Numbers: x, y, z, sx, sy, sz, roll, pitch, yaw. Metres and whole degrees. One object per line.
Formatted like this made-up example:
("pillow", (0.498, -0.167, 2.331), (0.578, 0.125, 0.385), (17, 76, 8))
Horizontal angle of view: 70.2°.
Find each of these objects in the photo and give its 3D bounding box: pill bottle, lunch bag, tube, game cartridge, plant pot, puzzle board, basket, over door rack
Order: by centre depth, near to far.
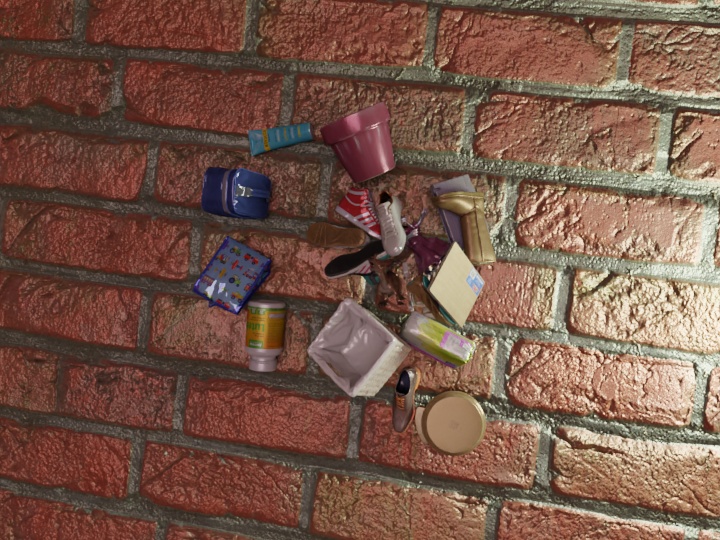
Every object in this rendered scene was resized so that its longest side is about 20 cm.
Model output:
("puzzle board", (0.256, 0.041, 1.366), (0.017, 0.200, 0.151), (13, 66, 45))
("basket", (0.001, 0.218, 1.432), (0.198, 0.161, 0.200), (40, 95, 30))
("over door rack", (0.200, 0.056, 1.433), (0.147, 0.067, 0.200), (-9, 133, 5))
("plant pot", (0.007, -0.353, 1.447), (0.199, 0.200, 0.179), (-21, 104, 6))
("game cartridge", (0.287, -0.166, 1.465), (0.129, 0.038, 0.201), (-19, 88, -25))
("lunch bag", (-0.341, -0.217, 1.476), (0.132, 0.200, 0.136), (8, 94, 24))
("lunch bag", (-0.375, 0.026, 1.486), (0.150, 0.094, 0.200), (29, 62, 5))
("pill bottle", (-0.282, 0.190, 1.512), (0.111, 0.111, 0.201), (4, 91, 6))
("tube", (-0.239, -0.400, 1.538), (0.199, 0.050, 0.078), (-9, 82, 11))

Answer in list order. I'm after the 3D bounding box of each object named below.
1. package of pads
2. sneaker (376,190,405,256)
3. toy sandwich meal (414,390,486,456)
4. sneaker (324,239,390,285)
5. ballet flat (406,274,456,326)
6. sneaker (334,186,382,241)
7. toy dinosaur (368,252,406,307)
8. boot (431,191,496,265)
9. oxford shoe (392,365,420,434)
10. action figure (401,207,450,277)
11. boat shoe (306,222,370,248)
("package of pads", (0.210, 0.198, 1.436), (0.200, 0.155, 0.068), (28, 72, 5))
("sneaker", (0.073, -0.134, 1.419), (0.073, 0.085, 0.201), (-23, 53, 27))
("toy sandwich meal", (0.260, 0.441, 1.485), (0.204, 0.070, 0.206), (0, 88, 2))
("sneaker", (0.000, 0.000, 1.475), (0.200, 0.121, 0.084), (-23, 44, -7))
("ballet flat", (0.187, 0.088, 1.381), (0.072, 0.068, 0.200), (-21, 131, 29))
("sneaker", (0.033, -0.167, 1.496), (0.200, 0.071, 0.113), (33, 97, 7))
("toy dinosaur", (0.082, 0.029, 1.436), (0.086, 0.200, 0.136), (-8, 77, 8))
("boot", (0.287, -0.114, 1.405), (0.175, 0.066, 0.201), (-5, 84, -22))
("oxford shoe", (0.119, 0.374, 1.484), (0.071, 0.073, 0.201), (8, 87, 29))
("action figure", (0.161, -0.084, 1.487), (0.200, 0.134, 0.149), (41, 133, 13))
("boat shoe", (-0.065, -0.095, 1.509), (0.199, 0.069, 0.071), (11, 86, 27))
